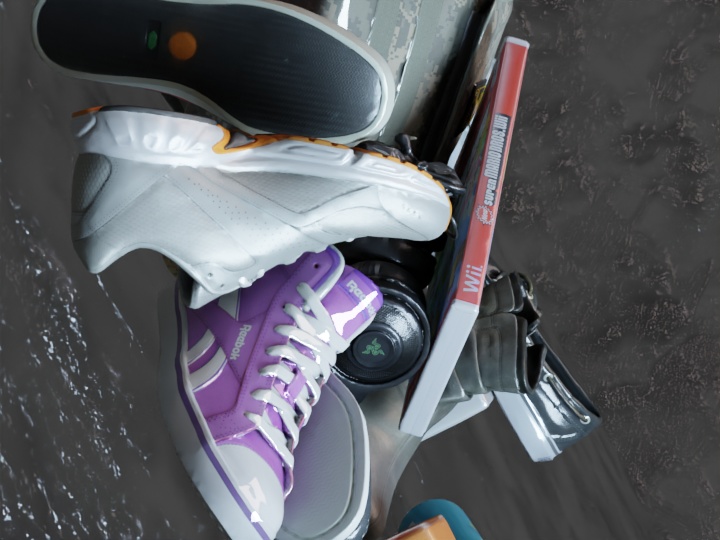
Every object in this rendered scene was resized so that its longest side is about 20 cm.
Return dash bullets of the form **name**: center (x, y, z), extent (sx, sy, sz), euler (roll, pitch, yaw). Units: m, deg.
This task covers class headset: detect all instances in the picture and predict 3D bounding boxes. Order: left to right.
- **headset**: center (0.000, 0.000, 1.206), extent (0.093, 0.200, 0.124), euler (23, 49, -15)

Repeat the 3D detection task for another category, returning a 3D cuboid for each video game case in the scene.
- **video game case**: center (0.062, -0.020, 1.256), extent (0.143, 0.017, 0.201), euler (110, -6, -54)

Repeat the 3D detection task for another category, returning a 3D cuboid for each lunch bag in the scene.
- **lunch bag**: center (0.008, -0.119, 1.299), extent (0.199, 0.165, 0.117), euler (6, 21, -46)

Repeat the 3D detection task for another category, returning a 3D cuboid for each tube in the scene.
- **tube**: center (0.074, 0.203, 1.298), extent (0.200, 0.050, 0.078), euler (-131, -161, -66)

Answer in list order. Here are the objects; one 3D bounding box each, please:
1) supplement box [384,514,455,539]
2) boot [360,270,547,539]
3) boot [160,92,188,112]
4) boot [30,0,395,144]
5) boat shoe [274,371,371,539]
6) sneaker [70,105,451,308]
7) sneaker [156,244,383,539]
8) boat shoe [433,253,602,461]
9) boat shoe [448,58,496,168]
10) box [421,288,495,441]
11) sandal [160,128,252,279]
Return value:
- **supplement box**: center (0.058, 0.244, 1.198), extent (0.201, 0.068, 0.067), euler (63, 9, 8)
- **boot**: center (0.047, 0.076, 1.305), extent (0.201, 0.130, 0.068), euler (-81, 153, -47)
- **boot**: center (-0.075, -0.174, 1.338), extent (0.074, 0.153, 0.204), euler (63, 4, 37)
- **boot**: center (-0.075, -0.125, 1.182), extent (0.144, 0.198, 0.073), euler (-74, 179, -80)
- **boat shoe**: center (-0.028, 0.089, 1.109), extent (0.061, 0.075, 0.201), euler (59, 8, -36)
- **sneaker**: center (-0.052, -0.024, 1.047), extent (0.076, 0.198, 0.093), euler (-168, -93, -72)
- **sneaker**: center (-0.040, 0.046, 1.055), extent (0.073, 0.114, 0.201), euler (57, 12, -38)
- **boat shoe**: center (0.099, 0.034, 1.436), extent (0.201, 0.056, 0.069), euler (62, 10, -11)
- **boat shoe**: center (0.060, -0.124, 1.430), extent (0.070, 0.071, 0.202), euler (-107, -171, -57)
- **box**: center (0.009, 0.019, 1.462), extent (0.201, 0.097, 0.124), euler (64, 9, 1)
- **sandal**: center (-0.080, -0.019, 1.185), extent (0.078, 0.070, 0.212), euler (45, -12, -4)
